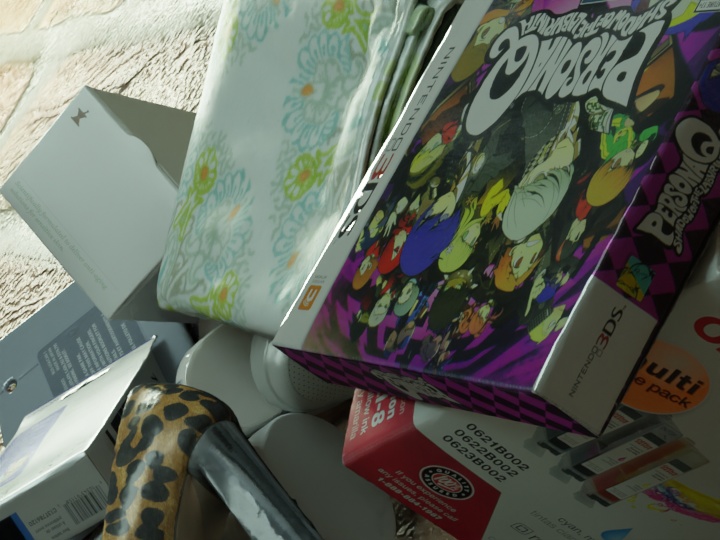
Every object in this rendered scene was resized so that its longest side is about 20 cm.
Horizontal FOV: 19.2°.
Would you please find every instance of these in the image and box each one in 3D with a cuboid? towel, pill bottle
[{"bbox_3d":[-0.027,-0.053,0.973,0.200,0.048,0.172,12,85,59],"label":"towel"},{"bbox_3d":[-0.079,0.157,1.044,0.200,0.112,0.112,-40,27,30],"label":"pill bottle"}]

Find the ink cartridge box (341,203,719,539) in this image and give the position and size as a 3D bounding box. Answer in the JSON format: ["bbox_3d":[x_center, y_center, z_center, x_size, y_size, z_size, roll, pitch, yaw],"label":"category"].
[{"bbox_3d":[0.120,0.020,0.808,0.200,0.145,0.145,-31,32,43],"label":"ink cartridge box"}]

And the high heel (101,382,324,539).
[{"bbox_3d":[-0.117,0.146,0.942,0.200,0.071,0.143,-41,52,-4],"label":"high heel"}]

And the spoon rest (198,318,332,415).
[{"bbox_3d":[0.000,0.000,1.158,0.200,0.099,0.061,-39,-7,8],"label":"spoon rest"}]

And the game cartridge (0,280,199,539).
[{"bbox_3d":[-0.141,0.083,1.222,0.133,0.040,0.200,-35,45,4],"label":"game cartridge"}]

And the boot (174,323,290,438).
[{"bbox_3d":[-0.014,0.027,1.098,0.199,0.073,0.090,-27,-6,-19],"label":"boot"}]

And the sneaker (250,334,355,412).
[{"bbox_3d":[0.047,0.006,1.002,0.200,0.074,0.116,-35,22,-15],"label":"sneaker"}]

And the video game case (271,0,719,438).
[{"bbox_3d":[0.063,-0.035,0.762,0.182,0.036,0.200,-61,25,-11],"label":"video game case"}]

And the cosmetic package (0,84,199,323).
[{"bbox_3d":[-0.101,-0.033,1.219,0.085,0.108,0.200,-47,-20,16],"label":"cosmetic package"}]

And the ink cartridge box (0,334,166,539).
[{"bbox_3d":[-0.154,0.099,1.125,0.099,0.039,0.200,-32,11,13],"label":"ink cartridge box"}]
